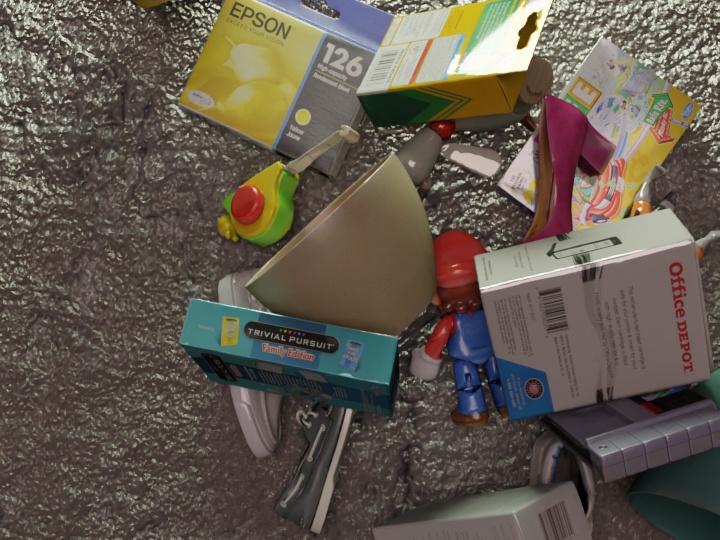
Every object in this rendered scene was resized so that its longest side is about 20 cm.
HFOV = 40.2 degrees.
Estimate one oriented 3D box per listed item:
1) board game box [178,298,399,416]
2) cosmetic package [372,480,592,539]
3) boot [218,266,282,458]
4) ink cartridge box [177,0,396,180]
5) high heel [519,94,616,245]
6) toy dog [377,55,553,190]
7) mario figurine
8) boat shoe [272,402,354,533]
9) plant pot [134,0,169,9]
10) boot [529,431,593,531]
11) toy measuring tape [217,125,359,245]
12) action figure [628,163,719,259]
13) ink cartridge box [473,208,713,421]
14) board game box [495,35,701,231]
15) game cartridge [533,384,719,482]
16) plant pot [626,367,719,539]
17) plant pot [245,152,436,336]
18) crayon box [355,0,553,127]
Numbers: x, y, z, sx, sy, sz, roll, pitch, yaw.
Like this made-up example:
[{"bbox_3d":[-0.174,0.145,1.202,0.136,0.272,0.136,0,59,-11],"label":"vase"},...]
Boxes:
[{"bbox_3d":[-0.061,0.087,0.953,0.195,0.151,0.048,11,72,6],"label":"board game box"},{"bbox_3d":[0.115,0.263,0.961,0.198,0.100,0.076,-25,80,47],"label":"cosmetic package"},{"bbox_3d":[-0.090,0.093,1.061,0.094,0.073,0.205,-13,82,10],"label":"boot"},{"bbox_3d":[-0.078,-0.235,1.110,0.194,0.047,0.203,24,89,8],"label":"ink cartridge box"},{"bbox_3d":[0.183,-0.079,1.014,0.095,0.067,0.202,33,83,-11],"label":"high heel"},{"bbox_3d":[0.125,-0.150,1.061,0.198,0.133,0.097,-32,121,6],"label":"toy dog"},{"bbox_3d":[0.117,0.058,1.059,0.105,0.122,0.205,-11,91,46],"label":"mario figurine"},{"bbox_3d":[-0.044,0.175,1.051,0.060,0.073,0.204,14,91,3],"label":"boat shoe"},{"bbox_3d":[-0.216,-0.374,1.079,0.196,0.200,0.144,-20,108,3],"label":"plant pot"},{"bbox_3d":[0.201,0.267,0.999,0.072,0.096,0.205,-2,84,5],"label":"boot"},{"bbox_3d":[-0.078,-0.080,1.063,0.198,0.073,0.075,-29,81,25],"label":"toy measuring tape"},{"bbox_3d":[0.304,0.017,1.041,0.199,0.105,0.194,38,98,-23],"label":"action figure"},{"bbox_3d":[0.220,0.043,0.936,0.196,0.085,0.149,-13,113,8],"label":"ink cartridge box"},{"bbox_3d":[0.258,-0.132,1.074,0.133,0.034,0.202,35,88,8],"label":"board game box"},{"bbox_3d":[0.250,0.137,0.936,0.127,0.200,0.039,-20,100,-6],"label":"game cartridge"},{"bbox_3d":[0.383,0.191,0.955,0.198,0.201,0.163,27,74,7],"label":"plant pot"},{"bbox_3d":[0.000,0.000,0.986,0.200,0.200,0.135,-41,97,0],"label":"plant pot"},{"bbox_3d":[0.106,-0.218,1.019,0.197,0.052,0.127,-1,51,35],"label":"crayon box"}]
